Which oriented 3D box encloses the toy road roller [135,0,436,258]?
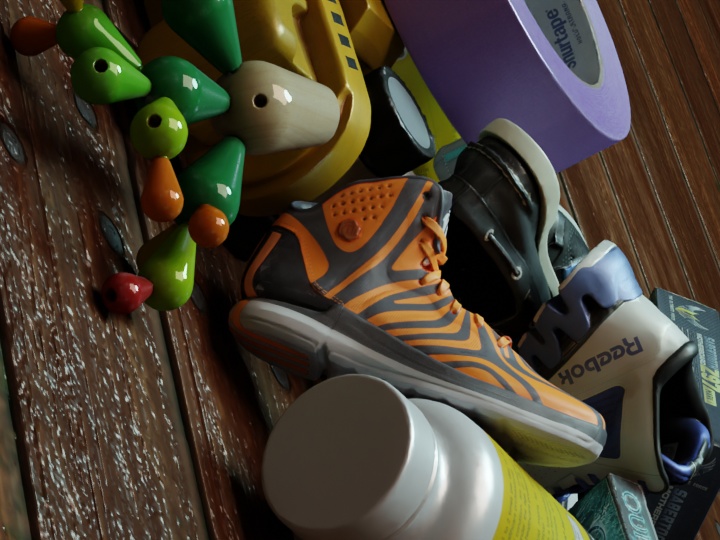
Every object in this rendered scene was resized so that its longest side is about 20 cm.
[{"bbox_3d":[-0.055,-0.120,1.553,0.146,0.122,0.201,40,27,-54],"label":"toy road roller"}]

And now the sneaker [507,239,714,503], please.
[{"bbox_3d":[0.120,0.094,1.584,0.115,0.200,0.080,40,31,15],"label":"sneaker"}]

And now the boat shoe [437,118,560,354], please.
[{"bbox_3d":[0.067,0.001,1.591,0.074,0.066,0.200,44,-21,20],"label":"boat shoe"}]

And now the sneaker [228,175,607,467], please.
[{"bbox_3d":[0.043,0.017,1.477,0.199,0.112,0.078,24,-18,1],"label":"sneaker"}]

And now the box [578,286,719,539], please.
[{"bbox_3d":[0.177,0.123,1.846,0.051,0.158,0.200,20,23,-7],"label":"box"}]

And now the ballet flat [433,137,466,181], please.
[{"bbox_3d":[0.091,-0.009,1.774,0.068,0.063,0.200,-103,171,-46],"label":"ballet flat"}]

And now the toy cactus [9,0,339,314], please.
[{"bbox_3d":[-0.081,-0.075,1.408,0.165,0.102,0.201,5,70,-48],"label":"toy cactus"}]

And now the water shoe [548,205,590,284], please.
[{"bbox_3d":[0.120,0.029,1.714,0.200,0.071,0.079,51,7,-41],"label":"water shoe"}]

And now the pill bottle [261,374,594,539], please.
[{"bbox_3d":[0.035,0.130,1.441,0.200,0.111,0.112,44,23,-49],"label":"pill bottle"}]

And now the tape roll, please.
[{"bbox_3d":[0.076,-0.149,1.657,0.200,0.065,0.201,52,22,-30],"label":"tape roll"}]

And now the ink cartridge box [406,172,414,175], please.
[{"bbox_3d":[0.000,0.000,1.633,0.116,0.067,0.200,55,16,-28],"label":"ink cartridge box"}]

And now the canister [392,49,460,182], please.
[{"bbox_3d":[0.036,-0.136,1.828,0.149,0.086,0.201,-96,173,-74],"label":"canister"}]

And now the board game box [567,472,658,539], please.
[{"bbox_3d":[0.115,0.220,1.503,0.028,0.135,0.201,23,37,-34],"label":"board game box"}]

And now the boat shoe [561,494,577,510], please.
[{"bbox_3d":[0.079,0.076,1.759,0.062,0.072,0.201,24,38,-63],"label":"boat shoe"}]
